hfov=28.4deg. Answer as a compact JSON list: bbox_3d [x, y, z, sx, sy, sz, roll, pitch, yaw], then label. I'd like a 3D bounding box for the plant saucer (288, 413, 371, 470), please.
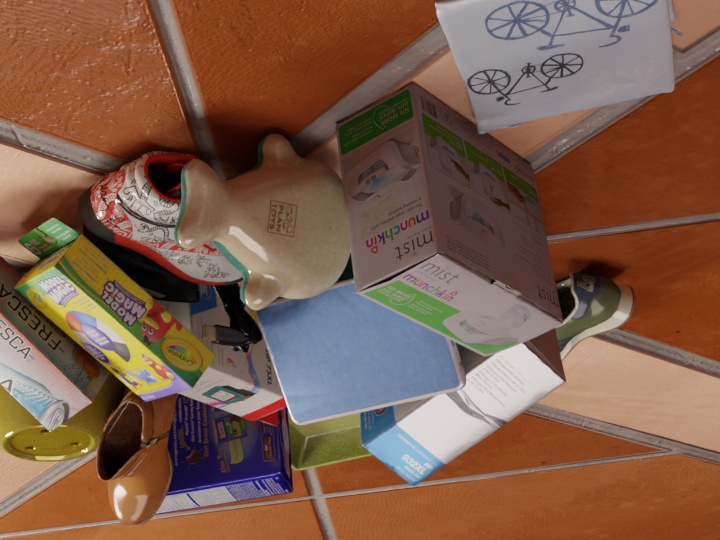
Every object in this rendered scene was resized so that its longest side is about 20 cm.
[{"bbox_3d":[-0.026,0.183,1.802,0.200,0.048,0.200,-14,151,14],"label":"plant saucer"}]

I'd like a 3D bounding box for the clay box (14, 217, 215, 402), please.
[{"bbox_3d":[-0.243,0.040,1.347,0.200,0.048,0.115,43,150,-17],"label":"clay box"}]

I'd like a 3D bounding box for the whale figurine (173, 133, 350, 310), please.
[{"bbox_3d":[-0.098,-0.045,1.279,0.104,0.159,0.200,3,176,43],"label":"whale figurine"}]

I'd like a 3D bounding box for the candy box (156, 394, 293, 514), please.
[{"bbox_3d":[-0.186,0.185,1.644,0.200,0.169,0.077,-9,150,6],"label":"candy box"}]

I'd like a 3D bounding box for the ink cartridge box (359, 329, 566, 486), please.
[{"bbox_3d":[0.098,0.098,1.430,0.200,0.145,0.084,-38,117,22],"label":"ink cartridge box"}]

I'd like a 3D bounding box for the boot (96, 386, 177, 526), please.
[{"bbox_3d":[-0.244,0.198,1.496,0.074,0.200,0.155,12,-167,3],"label":"boot"}]

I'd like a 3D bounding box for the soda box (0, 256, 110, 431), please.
[{"bbox_3d":[-0.339,0.058,1.382,0.068,0.064,0.200,-34,107,28],"label":"soda box"}]

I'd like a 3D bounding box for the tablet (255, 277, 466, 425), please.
[{"bbox_3d":[-0.002,0.073,1.380,0.200,0.130,0.014,-16,-174,30],"label":"tablet"}]

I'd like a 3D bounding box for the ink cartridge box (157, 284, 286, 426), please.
[{"bbox_3d":[-0.136,0.085,1.528,0.067,0.116,0.200,-26,147,30],"label":"ink cartridge box"}]

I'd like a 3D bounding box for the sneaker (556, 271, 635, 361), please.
[{"bbox_3d":[0.210,0.057,1.611,0.090,0.067,0.200,21,141,-29],"label":"sneaker"}]

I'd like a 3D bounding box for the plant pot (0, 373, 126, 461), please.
[{"bbox_3d":[-0.330,0.121,1.524,0.200,0.142,0.200,-6,152,-3],"label":"plant pot"}]

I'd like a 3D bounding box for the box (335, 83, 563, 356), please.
[{"bbox_3d":[0.083,-0.041,1.281,0.097,0.177,0.200,-25,147,30],"label":"box"}]

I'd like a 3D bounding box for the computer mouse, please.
[{"bbox_3d":[-0.186,0.023,1.375,0.200,0.140,0.046,24,114,-43],"label":"computer mouse"}]

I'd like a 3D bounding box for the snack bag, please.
[{"bbox_3d":[0.172,-0.189,1.189,0.188,0.021,0.200,-12,151,10],"label":"snack bag"}]

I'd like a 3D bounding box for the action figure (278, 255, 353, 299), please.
[{"bbox_3d":[0.000,0.000,1.417,0.200,0.055,0.118,4,129,-7],"label":"action figure"}]

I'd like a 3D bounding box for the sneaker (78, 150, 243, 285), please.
[{"bbox_3d":[-0.152,-0.047,1.332,0.201,0.067,0.108,23,143,-38],"label":"sneaker"}]
